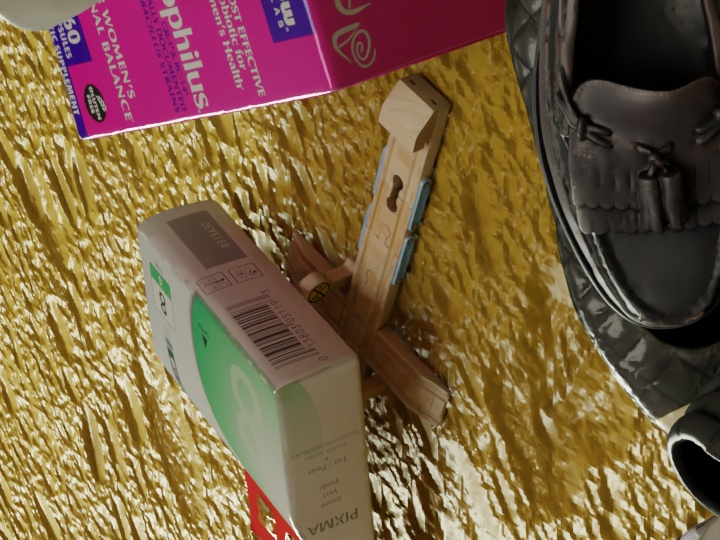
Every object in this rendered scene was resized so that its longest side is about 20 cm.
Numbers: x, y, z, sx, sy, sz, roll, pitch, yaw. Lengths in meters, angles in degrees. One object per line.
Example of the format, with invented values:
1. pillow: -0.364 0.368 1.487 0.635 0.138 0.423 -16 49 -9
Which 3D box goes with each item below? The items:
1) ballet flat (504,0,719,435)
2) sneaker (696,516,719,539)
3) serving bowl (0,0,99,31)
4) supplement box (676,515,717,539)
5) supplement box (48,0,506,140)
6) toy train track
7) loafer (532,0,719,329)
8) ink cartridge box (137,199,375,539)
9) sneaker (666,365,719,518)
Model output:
1. ballet flat: 0.104 -0.025 0.859 0.057 0.066 0.201 -17 95 58
2. sneaker: 0.195 0.150 0.798 0.199 0.088 0.076 30 131 21
3. serving bowl: -0.118 -0.192 0.853 0.065 0.200 0.202 -15 99 14
4. supplement box: 0.132 0.173 0.945 0.109 0.061 0.200 57 146 14
5. supplement box: -0.043 -0.123 0.975 0.199 0.103 0.102 -6 104 53
6. toy train track: 0.000 0.000 1.048 0.115 0.032 0.201 45 140 29
7. loafer: 0.092 -0.076 0.804 0.063 0.071 0.202 -67 -30 -83
8. ink cartridge box: -0.046 0.090 1.112 0.161 0.050 0.201 45 145 50
9. sneaker: 0.173 0.037 0.757 0.071 0.099 0.200 44 151 -9
